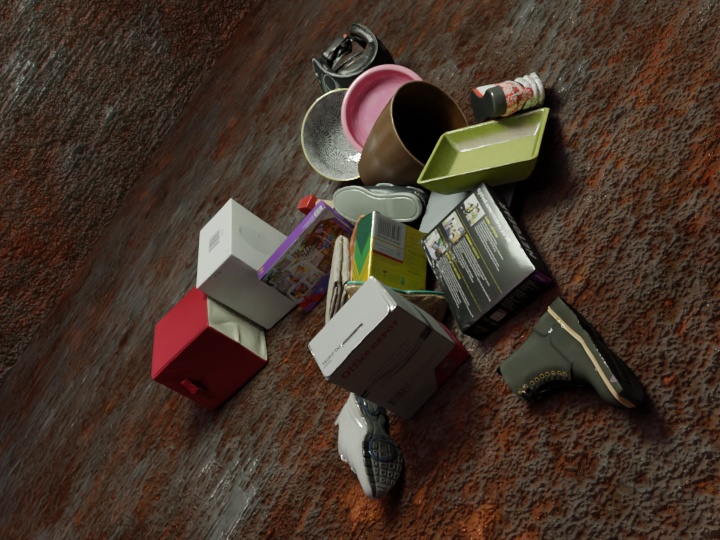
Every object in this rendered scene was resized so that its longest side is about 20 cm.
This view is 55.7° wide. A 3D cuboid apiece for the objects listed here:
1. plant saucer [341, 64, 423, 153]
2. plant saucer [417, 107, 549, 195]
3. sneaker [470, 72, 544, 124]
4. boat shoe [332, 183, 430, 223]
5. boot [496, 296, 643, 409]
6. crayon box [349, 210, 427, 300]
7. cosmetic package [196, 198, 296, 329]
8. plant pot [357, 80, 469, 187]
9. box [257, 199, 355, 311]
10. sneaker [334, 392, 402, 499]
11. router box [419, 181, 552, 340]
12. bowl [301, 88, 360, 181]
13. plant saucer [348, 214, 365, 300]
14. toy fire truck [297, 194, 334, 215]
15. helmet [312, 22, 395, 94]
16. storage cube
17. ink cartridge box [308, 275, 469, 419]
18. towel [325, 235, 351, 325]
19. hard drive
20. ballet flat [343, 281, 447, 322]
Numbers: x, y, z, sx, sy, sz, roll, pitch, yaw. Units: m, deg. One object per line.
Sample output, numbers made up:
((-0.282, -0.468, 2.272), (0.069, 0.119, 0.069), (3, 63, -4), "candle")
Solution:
((0.059, -0.331, 1.450), (0.201, 0.200, 0.051), (-48, -10, 10), "plant saucer")
((0.214, -0.191, 1.140), (0.198, 0.048, 0.201), (-9, 31, 27), "plant saucer")
((0.270, -0.315, 1.247), (0.107, 0.068, 0.201), (-14, 11, 0), "sneaker")
((0.040, -0.129, 1.308), (0.198, 0.076, 0.060), (13, 26, 31), "boat shoe")
((0.254, 0.139, 0.853), (0.139, 0.077, 0.200), (-49, 20, 16), "boot")
((0.048, 0.018, 1.137), (0.051, 0.126, 0.202), (-21, 56, 49), "crayon box")
((-0.243, -0.013, 1.496), (0.123, 0.199, 0.200), (-41, 35, 23), "cosmetic package")
((0.084, -0.232, 1.324), (0.200, 0.186, 0.188), (-33, 36, 53), "plant pot")
((-0.093, -0.026, 1.374), (0.200, 0.137, 0.039), (-46, 32, 12), "box")
((0.007, 0.276, 1.052), (0.087, 0.074, 0.201), (-55, 24, 22), "sneaker")
((0.186, -0.017, 1.050), (0.149, 0.051, 0.201), (-44, 44, 25), "router box")
((-0.027, -0.301, 1.545), (0.201, 0.201, 0.094), (-47, -8, 11), "bowl")
((0.000, 0.000, 1.252), (0.200, 0.037, 0.202), (-169, 90, -81), "plant saucer")
((-0.082, -0.108, 1.516), (0.199, 0.049, 0.142), (-6, 56, 49), "toy fire truck")
((-0.006, -0.458, 1.607), (0.198, 0.191, 0.202), (-7, 65, 15), "helmet")
((-0.325, 0.159, 1.474), (0.180, 0.171, 0.201), (-42, 34, 16), "storage cube")
((0.044, 0.117, 1.004), (0.145, 0.199, 0.084), (-47, 42, 10), "ink cartridge box")
((-0.038, 0.034, 1.200), (0.200, 0.034, 0.134), (-92, 11, -64), "towel")
((0.189, -0.099, 1.175), (0.199, 0.033, 0.141), (-8, 54, 48), "hard drive")
((0.060, 0.058, 1.061), (0.070, 0.198, 0.066), (-1, 83, 57), "ballet flat")
